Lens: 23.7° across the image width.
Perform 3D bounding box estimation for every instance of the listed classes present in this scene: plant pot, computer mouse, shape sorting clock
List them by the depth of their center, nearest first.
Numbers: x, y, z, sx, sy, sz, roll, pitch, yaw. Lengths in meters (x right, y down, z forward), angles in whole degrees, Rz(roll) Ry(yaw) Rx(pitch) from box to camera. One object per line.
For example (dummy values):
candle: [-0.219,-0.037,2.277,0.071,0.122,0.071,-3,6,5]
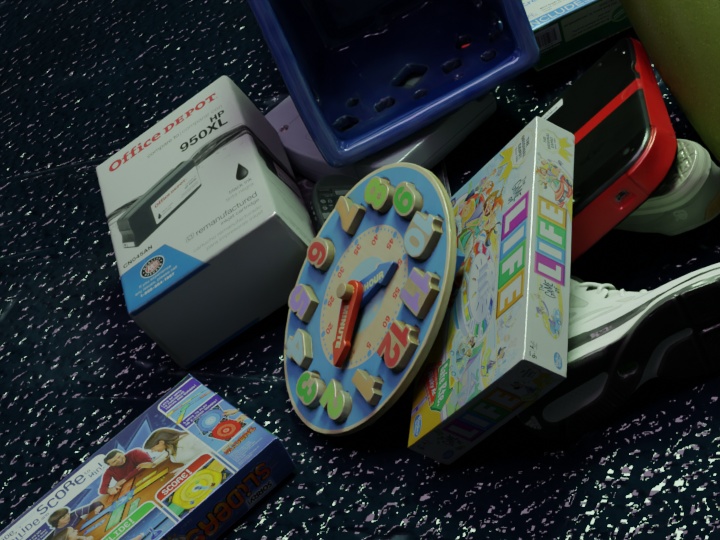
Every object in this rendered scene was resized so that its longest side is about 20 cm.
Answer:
shape sorting clock: [0.001,0.018,1.216,0.200,0.039,0.201,-29,51,44]
plant pot: [0.279,-0.175,1.226,0.186,0.187,0.201,-16,69,17]
computer mouse: [0.000,0.000,1.317,0.058,0.034,0.201,-1,45,-15]
plant pot: [0.007,-0.234,1.407,0.199,0.201,0.180,-27,26,0]

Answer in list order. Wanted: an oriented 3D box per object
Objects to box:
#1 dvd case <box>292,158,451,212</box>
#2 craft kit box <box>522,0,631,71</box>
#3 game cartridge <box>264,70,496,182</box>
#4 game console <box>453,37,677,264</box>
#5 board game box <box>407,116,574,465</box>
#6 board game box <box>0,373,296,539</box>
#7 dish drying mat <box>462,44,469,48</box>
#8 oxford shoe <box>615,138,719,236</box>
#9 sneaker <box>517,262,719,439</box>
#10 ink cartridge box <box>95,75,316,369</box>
dvd case: [0.001,-0.066,1.433,0.148,0.016,0.201,-20,34,10]
craft kit box: [0.195,-0.266,1.514,0.199,0.049,0.198,-25,36,-7]
game cartridge: [0.007,-0.125,1.461,0.133,0.041,0.200,-38,34,-22]
game console: [0.144,-0.064,1.256,0.200,0.031,0.177,-42,23,25]
board game box: [0.089,0.013,1.151,0.134,0.034,0.201,-43,30,45]
board game box: [-0.159,0.169,1.220,0.200,0.035,0.135,-40,35,-16]
dish drying mat: [0.100,-0.258,1.612,0.076,0.018,0.200,-29,34,1]
oxford shoe: [0.192,-0.057,1.254,0.200,0.058,0.076,2,65,58]
sneaker: [0.181,0.021,1.135,0.200,0.076,0.116,-26,35,7]
ink cartridge box: [-0.125,-0.043,1.391,0.144,0.084,0.201,-34,40,10]
